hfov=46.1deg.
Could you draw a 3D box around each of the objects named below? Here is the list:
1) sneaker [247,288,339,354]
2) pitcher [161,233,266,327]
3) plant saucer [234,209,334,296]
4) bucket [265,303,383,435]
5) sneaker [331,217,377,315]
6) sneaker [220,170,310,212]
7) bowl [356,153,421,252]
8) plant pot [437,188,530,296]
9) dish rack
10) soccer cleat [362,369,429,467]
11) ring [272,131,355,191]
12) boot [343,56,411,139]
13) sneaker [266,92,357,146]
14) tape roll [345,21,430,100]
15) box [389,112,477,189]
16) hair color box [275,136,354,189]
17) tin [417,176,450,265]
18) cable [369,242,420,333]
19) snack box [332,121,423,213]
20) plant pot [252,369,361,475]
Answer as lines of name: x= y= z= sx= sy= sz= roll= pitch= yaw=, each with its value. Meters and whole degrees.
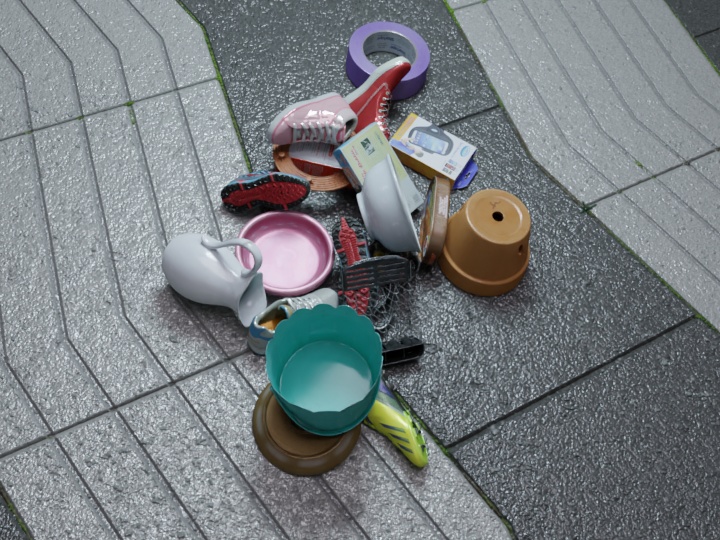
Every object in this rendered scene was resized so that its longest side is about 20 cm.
sneaker: x=-0.119 y=0.086 z=1.592 sx=0.198 sy=0.081 sz=0.077 roll=-29 pitch=64 yaw=-27
pitcher: x=-0.267 y=-0.010 z=1.569 sx=0.198 sy=0.174 sz=0.121 roll=27 pitch=35 yaw=19
plant saucer: x=-0.151 y=-0.027 z=1.679 sx=0.197 sy=0.051 sz=0.203 roll=4 pitch=54 yaw=-5
bucket: x=-0.060 y=0.174 z=1.453 sx=0.203 sy=0.135 sz=0.210 roll=0 pitch=61 yaw=0
sneaker: x=0.000 y=0.000 z=1.658 sx=0.078 sy=0.095 sz=0.204 roll=-10 pitch=75 yaw=13
sneaker: x=-0.187 y=-0.179 z=1.728 sx=0.196 sy=0.080 sz=0.096 roll=-1 pitch=34 yaw=22
bowl: x=0.049 y=-0.119 z=1.664 sx=0.089 sy=0.202 sz=0.204 roll=-18 pitch=59 yaw=5
plant pot: x=0.262 y=-0.069 z=1.727 sx=0.196 sy=0.141 sz=0.203 roll=4 pitch=57 yaw=-7
dish rack: x=0.037 y=0.075 z=1.572 sx=0.151 sy=0.204 sz=0.055 roll=-10 pitch=22 yaw=-16
soccer cleat: x=0.053 y=0.272 z=1.523 sx=0.083 sy=0.065 sz=0.202 roll=-34 pitch=69 yaw=5
ring: x=-0.087 y=-0.253 z=1.788 sx=0.196 sy=0.019 sz=0.203 roll=3 pitch=59 yaw=-6
boot: x=0.058 y=-0.369 z=1.893 sx=0.199 sy=0.072 sz=0.145 roll=-40 pitch=66 yaw=12
sneaker: x=-0.091 y=-0.298 z=1.759 sx=0.199 sy=0.076 sz=0.105 roll=-29 pitch=61 yaw=-28
tape roll: x=0.065 y=-0.504 z=2.027 sx=0.196 sy=0.066 sz=0.203 roll=5 pitch=56 yaw=-8
box: x=0.168 y=-0.264 z=1.901 sx=0.198 sy=0.042 sz=0.120 roll=29 pitch=56 yaw=12
hair color box: x=-0.078 y=-0.248 z=1.834 sx=0.196 sy=0.062 sz=0.103 roll=13 pitch=56 yaw=0
tin: x=0.153 y=-0.103 z=1.747 sx=0.041 sy=0.113 sz=0.203 roll=10 pitch=56 yaw=-3
cable: x=0.065 y=0.037 z=1.692 sx=0.095 sy=0.050 sz=0.203 roll=10 pitch=67 yaw=-5
snack box: x=0.039 y=-0.195 z=1.773 sx=0.116 sy=0.037 sz=0.202 roll=-39 pitch=103 yaw=-30
plant pot: x=-0.095 y=0.259 z=1.498 sx=0.196 sy=0.028 sz=0.203 roll=0 pitch=59 yaw=-1
